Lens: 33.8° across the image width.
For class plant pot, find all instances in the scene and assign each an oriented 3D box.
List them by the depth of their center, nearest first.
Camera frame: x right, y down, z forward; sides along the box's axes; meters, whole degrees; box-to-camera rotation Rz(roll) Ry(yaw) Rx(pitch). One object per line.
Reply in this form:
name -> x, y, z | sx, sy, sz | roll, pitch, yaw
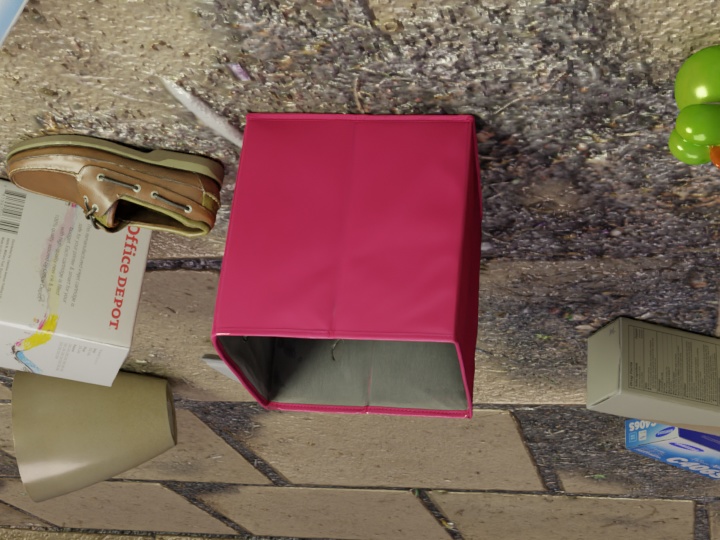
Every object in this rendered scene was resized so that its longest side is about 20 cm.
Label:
plant pot -> -0.360, 0.213, 1.644 | 0.199, 0.188, 0.187 | -8, 157, -4

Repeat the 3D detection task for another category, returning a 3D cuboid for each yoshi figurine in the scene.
yoshi figurine -> 0.305, -0.122, 0.829 | 0.199, 0.113, 0.112 | -5, -161, -11

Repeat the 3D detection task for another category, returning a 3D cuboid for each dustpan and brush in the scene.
dustpan and brush -> -0.097, 0.136, 1.545 | 0.139, 0.057, 0.200 | 2, 152, 37

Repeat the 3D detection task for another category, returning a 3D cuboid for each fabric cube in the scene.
fabric cube -> 0.000, 0.000, 1.012 | 0.199, 0.200, 0.196 | 1, 157, 10

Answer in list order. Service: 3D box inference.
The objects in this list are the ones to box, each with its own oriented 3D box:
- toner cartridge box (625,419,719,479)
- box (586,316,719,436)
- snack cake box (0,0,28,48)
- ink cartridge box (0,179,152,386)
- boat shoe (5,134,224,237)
toner cartridge box -> 0.473, 0.246, 1.662 | 0.200, 0.043, 0.095 | 21, 151, -31
box -> 0.362, 0.124, 1.346 | 0.199, 0.095, 0.078 | 14, 156, -14
snack cake box -> -0.165, -0.208, 0.559 | 0.067, 0.115, 0.200 | 23, 114, -34
ink cartridge box -> -0.323, 0.013, 1.181 | 0.199, 0.147, 0.146 | 13, 155, -15
boat shoe -> -0.224, -0.072, 1.060 | 0.199, 0.068, 0.072 | 5, 158, 5
